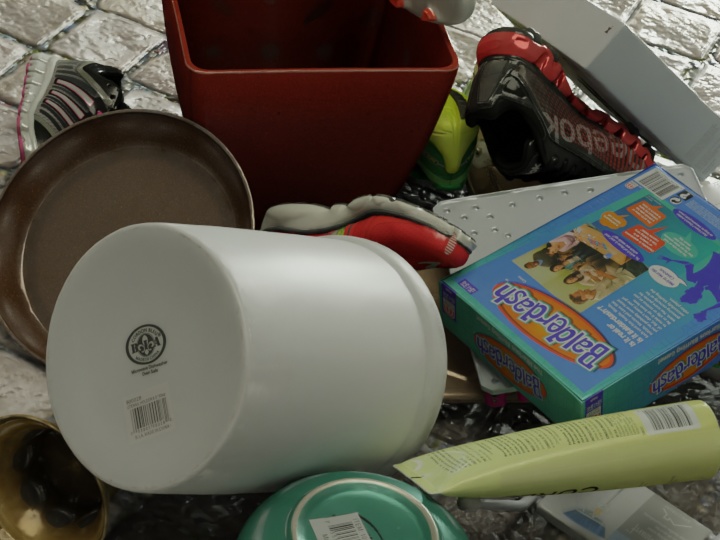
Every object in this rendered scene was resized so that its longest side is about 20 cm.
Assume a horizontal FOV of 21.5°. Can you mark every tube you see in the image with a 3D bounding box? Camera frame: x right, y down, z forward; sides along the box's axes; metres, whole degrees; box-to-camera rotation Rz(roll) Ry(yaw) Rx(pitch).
[{"bbox_3d":[0.125,0.118,1.180,0.199,0.058,0.052,-6,57,-16],"label":"tube"}]

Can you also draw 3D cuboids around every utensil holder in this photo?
[{"bbox_3d":[-0.070,0.054,1.168,0.170,0.170,0.200,39,17,31],"label":"utensil holder"}]

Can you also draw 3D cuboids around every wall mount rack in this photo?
[{"bbox_3d":[0.159,0.158,1.224,0.200,0.075,0.174,32,48,27],"label":"wall mount rack"}]

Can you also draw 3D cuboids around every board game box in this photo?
[{"bbox_3d":[0.166,0.009,1.359,0.199,0.026,0.200,-9,43,-4],"label":"board game box"},{"bbox_3d":[0.177,0.018,1.295,0.200,0.045,0.152,-27,47,-23],"label":"board game box"}]

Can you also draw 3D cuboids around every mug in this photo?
[{"bbox_3d":[0.010,0.198,1.113,0.185,0.115,0.152,20,40,13],"label":"mug"}]

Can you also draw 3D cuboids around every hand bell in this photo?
[{"bbox_3d":[-0.153,0.105,1.237,0.104,0.104,0.200,25,28,18],"label":"hand bell"}]

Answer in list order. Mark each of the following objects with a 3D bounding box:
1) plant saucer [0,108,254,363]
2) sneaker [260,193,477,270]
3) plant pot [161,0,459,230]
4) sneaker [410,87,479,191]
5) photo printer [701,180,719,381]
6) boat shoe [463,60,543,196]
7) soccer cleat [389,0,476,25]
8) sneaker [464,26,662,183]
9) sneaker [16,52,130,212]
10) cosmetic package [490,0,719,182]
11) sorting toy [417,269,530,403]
[{"bbox_3d":[-0.167,-0.017,1.338,0.200,0.032,0.201,-5,69,13],"label":"plant saucer"},{"bbox_3d":[0.000,0.000,1.339,0.200,0.077,0.085,-5,62,46],"label":"sneaker"},{"bbox_3d":[-0.054,-0.138,1.460,0.199,0.177,0.200,-2,41,-14],"label":"plant pot"},{"bbox_3d":[0.047,-0.119,1.541,0.074,0.084,0.200,-1,22,-8],"label":"sneaker"},{"bbox_3d":[0.293,0.003,1.442,0.200,0.070,0.166,-19,47,-30],"label":"photo printer"},{"bbox_3d":[0.121,-0.102,1.539,0.072,0.065,0.200,0,40,-11],"label":"boat shoe"},{"bbox_3d":[0.034,-0.249,1.422,0.077,0.069,0.200,-16,43,-32],"label":"soccer cleat"},{"bbox_3d":[0.153,-0.093,1.458,0.200,0.071,0.098,40,58,-23],"label":"sneaker"},{"bbox_3d":[-0.217,-0.106,1.468,0.087,0.074,0.200,-2,35,-5],"label":"sneaker"},{"bbox_3d":[0.203,-0.163,1.534,0.151,0.052,0.200,41,5,-28],"label":"cosmetic package"},{"bbox_3d":[0.098,0.036,1.396,0.199,0.037,0.185,4,39,-14],"label":"sorting toy"}]
